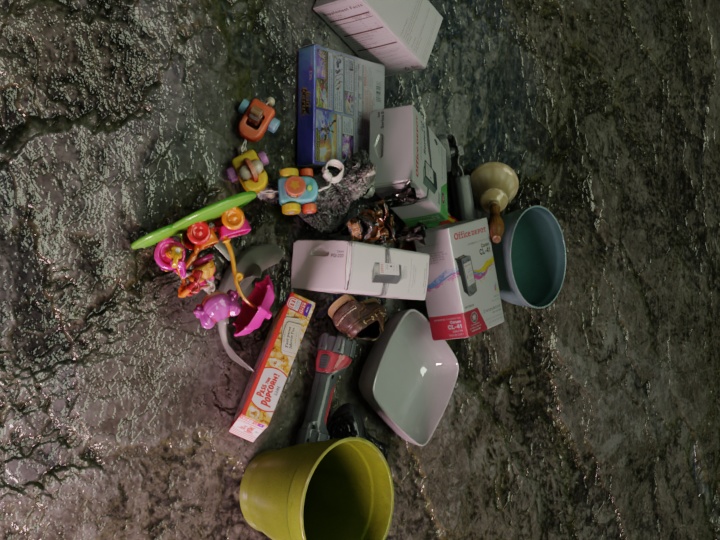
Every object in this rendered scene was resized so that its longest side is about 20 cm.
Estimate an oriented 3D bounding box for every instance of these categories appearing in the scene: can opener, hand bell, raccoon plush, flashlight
[{"bbox_3d":[0.186,-0.170,1.954,0.065,0.053,0.204,-16,100,-10],"label":"can opener"},{"bbox_3d":[0.259,-0.116,1.921,0.105,0.103,0.201,57,23,-28],"label":"hand bell"},{"bbox_3d":[-0.061,-0.143,1.603,0.198,0.097,0.135,10,122,-45],"label":"raccoon plush"},{"bbox_3d":[-0.059,0.210,1.665,0.067,0.068,0.204,14,80,-12],"label":"flashlight"}]

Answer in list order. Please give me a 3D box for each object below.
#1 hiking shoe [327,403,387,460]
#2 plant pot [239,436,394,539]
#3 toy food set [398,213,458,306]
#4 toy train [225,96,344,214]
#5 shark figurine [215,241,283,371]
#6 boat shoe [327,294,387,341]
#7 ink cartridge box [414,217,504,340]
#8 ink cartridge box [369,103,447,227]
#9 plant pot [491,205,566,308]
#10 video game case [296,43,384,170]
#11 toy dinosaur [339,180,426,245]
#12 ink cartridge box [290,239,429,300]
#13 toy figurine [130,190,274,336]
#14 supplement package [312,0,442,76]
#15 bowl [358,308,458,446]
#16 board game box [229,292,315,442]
[{"bbox_3d":[0.000,0.312,1.725,0.100,0.075,0.204,-36,123,-50],"label":"hiking shoe"},{"bbox_3d":[-0.083,0.352,1.537,0.198,0.191,0.205,1,88,-46],"label":"plant pot"},{"bbox_3d":[0.141,-0.026,1.892,0.196,0.048,0.204,22,73,-44],"label":"toy food set"},{"bbox_3d":[-0.127,-0.180,1.549,0.199,0.056,0.151,35,78,1],"label":"toy train"},{"bbox_3d":[-0.180,0.034,1.525,0.128,0.089,0.218,36,62,-38],"label":"shark figurine"},{"bbox_3d":[0.006,0.090,1.683,0.071,0.070,0.199,-48,162,11],"label":"boat shoe"},{"bbox_3d":[0.183,0.015,1.827,0.147,0.085,0.204,-16,98,-51],"label":"ink cartridge box"},{"bbox_3d":[0.087,-0.182,1.754,0.200,0.083,0.149,37,50,-63],"label":"ink cartridge box"},{"bbox_3d":[0.309,-0.024,2.008,0.198,0.133,0.205,3,86,-46],"label":"plant pot"},{"bbox_3d":[-0.033,-0.272,1.719,0.180,0.045,0.204,5,85,-48],"label":"video game case"},{"bbox_3d":[0.035,-0.086,1.655,0.201,0.133,0.104,-76,148,-64],"label":"toy dinosaur"},{"bbox_3d":[0.000,0.000,1.672,0.198,0.144,0.087,10,84,-45],"label":"ink cartridge box"},{"bbox_3d":[-0.206,0.009,1.434,0.198,0.150,0.187,-23,90,-22],"label":"toy figurine"},{"bbox_3d":[0.033,-0.453,1.744,0.199,0.116,0.119,39,63,-39],"label":"supplement package"},{"bbox_3d":[0.080,0.191,1.801,0.200,0.074,0.202,50,56,-33],"label":"bowl"},{"bbox_3d":[-0.136,0.151,1.520,0.046,0.152,0.203,23,67,-6],"label":"board game box"}]
